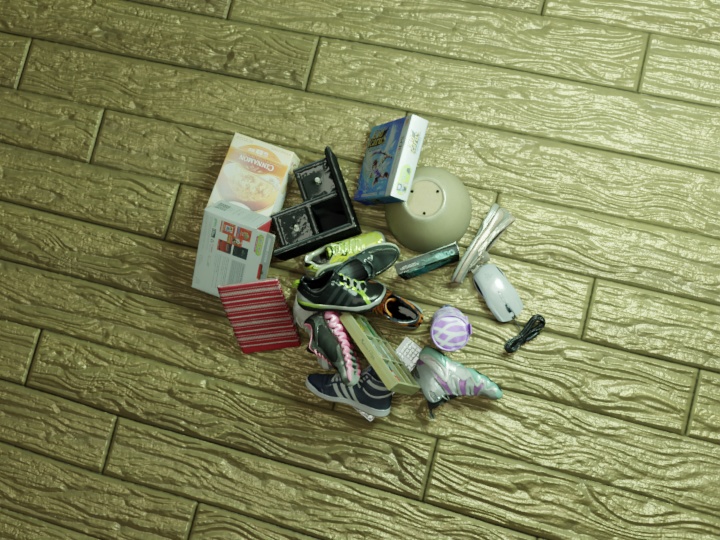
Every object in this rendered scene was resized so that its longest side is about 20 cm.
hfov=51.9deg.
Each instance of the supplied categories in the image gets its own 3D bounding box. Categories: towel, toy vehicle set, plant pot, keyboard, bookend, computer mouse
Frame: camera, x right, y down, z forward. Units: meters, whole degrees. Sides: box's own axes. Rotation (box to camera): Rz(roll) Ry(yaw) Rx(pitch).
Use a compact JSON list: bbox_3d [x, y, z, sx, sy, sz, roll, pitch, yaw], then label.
[{"bbox_3d":[-0.225,0.104,1.659,0.144,0.022,0.200,-9,125,8],"label":"towel"},{"bbox_3d":[0.042,0.178,1.595,0.027,0.124,0.200,-42,63,12],"label":"toy vehicle set"},{"bbox_3d":[0.146,-0.146,1.639,0.200,0.134,0.201,-1,82,9],"label":"plant pot"},{"bbox_3d":[0.064,0.245,1.666,0.056,0.011,0.200,38,90,11],"label":"keyboard"},{"bbox_3d":[-0.124,-0.151,1.702,0.199,0.092,0.200,-19,80,6],"label":"bookend"},{"bbox_3d":[0.316,0.073,1.631,0.110,0.044,0.200,-34,80,4],"label":"computer mouse"}]

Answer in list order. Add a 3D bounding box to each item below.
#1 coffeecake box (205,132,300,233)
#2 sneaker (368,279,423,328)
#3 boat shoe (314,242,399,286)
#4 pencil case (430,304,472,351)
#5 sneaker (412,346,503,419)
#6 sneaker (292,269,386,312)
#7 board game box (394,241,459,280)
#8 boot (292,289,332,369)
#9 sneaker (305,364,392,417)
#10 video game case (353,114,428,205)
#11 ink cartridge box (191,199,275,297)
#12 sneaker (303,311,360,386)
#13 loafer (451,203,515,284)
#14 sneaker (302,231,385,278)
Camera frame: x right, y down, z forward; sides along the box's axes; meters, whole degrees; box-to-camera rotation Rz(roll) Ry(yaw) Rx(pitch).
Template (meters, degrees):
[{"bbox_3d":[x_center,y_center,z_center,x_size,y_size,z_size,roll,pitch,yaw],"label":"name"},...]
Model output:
[{"bbox_3d":[-0.252,-0.200,1.737,0.153,0.073,0.200,20,87,10],"label":"coffeecake box"},{"bbox_3d":[0.047,0.065,1.638,0.200,0.112,0.078,21,86,12],"label":"sneaker"},{"bbox_3d":[-0.001,-0.002,1.635,0.199,0.066,0.075,-16,114,-7],"label":"boat shoe"},{"bbox_3d":[0.191,0.123,1.571,0.085,0.200,0.084,-2,93,7],"label":"pencil case"},{"bbox_3d":[0.198,0.269,1.615,0.200,0.078,0.140,27,89,20],"label":"sneaker"},{"bbox_3d":[-0.043,0.040,1.565,0.200,0.072,0.083,-5,126,-5],"label":"sneaker"},{"bbox_3d":[0.147,-0.018,1.589,0.135,0.200,0.028,-20,84,6],"label":"board game box"},{"bbox_3d":[-0.105,0.126,1.683,0.095,0.074,0.200,-3,74,15],"label":"boot"},{"bbox_3d":[-0.020,0.239,1.620,0.200,0.070,0.109,18,120,11],"label":"sneaker"},{"bbox_3d":[0.062,-0.240,1.636,0.045,0.200,0.182,18,84,-24],"label":"video game case"},{"bbox_3d":[-0.274,-0.032,1.675,0.175,0.084,0.200,21,115,10],"label":"ink cartridge box"},{"bbox_3d":[-0.066,0.168,1.586,0.095,0.079,0.200,-27,58,7],"label":"sneaker"},{"bbox_3d":[0.273,-0.052,1.641,0.063,0.072,0.200,30,85,8],"label":"loafer"},{"bbox_3d":[-0.036,-0.035,1.678,0.200,0.076,0.075,-25,69,3],"label":"sneaker"}]
